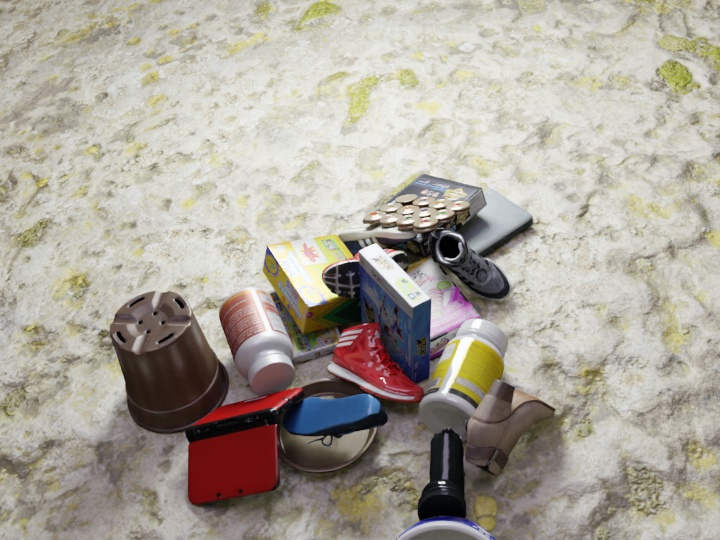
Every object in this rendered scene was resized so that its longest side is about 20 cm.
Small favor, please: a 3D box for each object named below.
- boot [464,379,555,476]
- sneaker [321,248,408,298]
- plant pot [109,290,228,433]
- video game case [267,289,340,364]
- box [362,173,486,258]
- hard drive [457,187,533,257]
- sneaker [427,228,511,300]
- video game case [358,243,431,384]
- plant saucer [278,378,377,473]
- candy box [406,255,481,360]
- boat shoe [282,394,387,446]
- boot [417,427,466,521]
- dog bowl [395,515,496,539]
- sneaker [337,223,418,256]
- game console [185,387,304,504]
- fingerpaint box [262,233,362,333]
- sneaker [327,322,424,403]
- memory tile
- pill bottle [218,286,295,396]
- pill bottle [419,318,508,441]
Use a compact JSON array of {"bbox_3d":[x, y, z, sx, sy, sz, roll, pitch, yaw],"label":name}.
[{"bbox_3d":[0.245,0.272,1.466,0.070,0.199,0.148,12,79,50],"label":"boot"},{"bbox_3d":[0.000,0.000,1.710,0.198,0.078,0.085,-11,24,-35],"label":"sneaker"},{"bbox_3d":[-0.359,0.159,1.608,0.197,0.200,0.202,-4,44,4],"label":"plant pot"},{"bbox_3d":[-0.145,0.108,1.753,0.180,0.023,0.201,-17,43,-8],"label":"video game case"},{"bbox_3d":[0.137,-0.123,1.886,0.198,0.050,0.199,-38,34,-23],"label":"box"},{"bbox_3d":[0.252,-0.093,1.886,0.199,0.033,0.139,-32,48,-22],"label":"hard drive"},{"bbox_3d":[0.210,-0.010,1.713,0.199,0.114,0.076,39,95,9],"label":"sneaker"},{"bbox_3d":[0.062,0.082,1.614,0.045,0.202,0.181,-22,44,-22],"label":"video game case"},{"bbox_3d":[-0.064,0.279,1.557,0.197,0.030,0.202,-5,43,4],"label":"plant saucer"},{"bbox_3d":[0.131,0.072,1.715,0.135,0.061,0.200,-23,45,-14],"label":"candy box"},{"bbox_3d":[-0.045,0.263,1.496,0.198,0.069,0.085,-7,53,36],"label":"boat shoe"},{"bbox_3d":[0.132,0.323,1.363,0.072,0.200,0.164,2,51,9],"label":"boot"},{"bbox_3d":[0.120,0.453,1.233,0.197,0.079,0.203,-1,85,9],"label":"dog bowl"},{"bbox_3d":[0.044,-0.052,1.813,0.198,0.086,0.075,-1,21,44],"label":"sneaker"},{"bbox_3d":[-0.195,0.300,1.513,0.198,0.120,0.172,-17,6,28],"label":"game console"},{"bbox_3d":[-0.081,0.023,1.757,0.165,0.074,0.200,-11,43,-30],"label":"fingerpaint box"},{"bbox_3d":[0.035,0.161,1.590,0.198,0.117,0.078,17,5,24],"label":"sneaker"},{"bbox_3d":[0.114,-0.120,1.791,0.152,0.017,0.199,-27,25,-36],"label":"memory tile"},{"bbox_3d":[-0.190,0.133,1.635,0.111,0.113,0.201,-19,44,-10],"label":"pill bottle"},{"bbox_3d":[0.188,0.189,1.547,0.113,0.115,0.201,13,48,21],"label":"pill bottle"}]
